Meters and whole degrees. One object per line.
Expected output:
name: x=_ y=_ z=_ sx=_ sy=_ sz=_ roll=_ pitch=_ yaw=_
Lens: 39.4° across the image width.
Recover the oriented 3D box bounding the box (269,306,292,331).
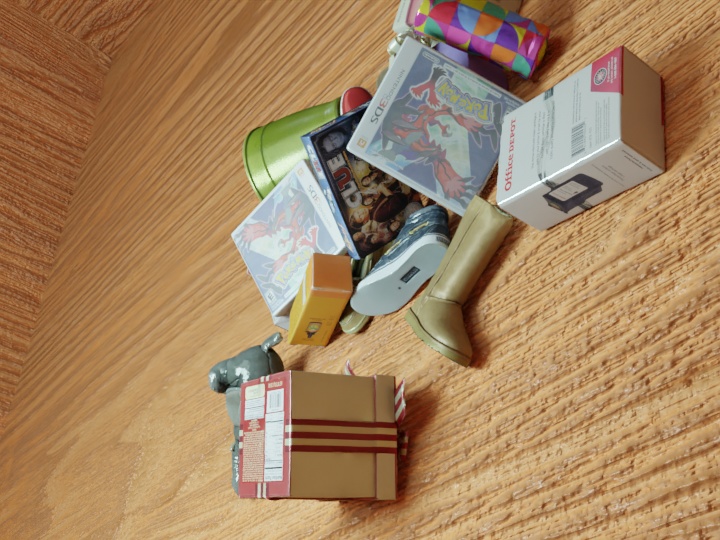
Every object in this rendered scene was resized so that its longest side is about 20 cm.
box: x=-0.115 y=0.009 z=1.780 sx=0.117 sy=0.060 sz=0.200 roll=-54 pitch=30 yaw=18

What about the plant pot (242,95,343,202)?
plant pot: x=-0.070 y=-0.206 z=1.771 sx=0.192 sy=0.200 sz=0.202 roll=-27 pitch=44 yaw=32

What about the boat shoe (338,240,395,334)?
boat shoe: x=0.002 y=-0.001 z=1.584 sx=0.073 sy=0.063 sz=0.202 roll=4 pitch=70 yaw=60

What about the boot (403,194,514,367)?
boot: x=0.142 y=0.009 z=1.336 sx=0.201 sy=0.066 sz=0.175 roll=-59 pitch=28 yaw=7

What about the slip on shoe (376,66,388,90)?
slip on shoe: x=0.064 y=-0.326 z=1.752 sx=0.076 sy=0.060 sz=0.200 roll=-57 pitch=28 yaw=12

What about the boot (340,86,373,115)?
boot: x=0.011 y=-0.207 z=1.598 sx=0.144 sy=0.072 sz=0.202 roll=38 pitch=-143 yaw=-84

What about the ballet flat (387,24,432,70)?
ballet flat: x=0.073 y=-0.326 z=1.557 sx=0.076 sy=0.064 sz=0.201 roll=-43 pitch=34 yaw=35

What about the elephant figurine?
elephant figurine: x=-0.166 y=0.236 z=1.637 sx=0.140 sy=0.156 sz=0.201 roll=-15 pitch=52 yaw=-1

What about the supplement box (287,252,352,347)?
supplement box: x=-0.065 y=0.050 z=1.573 sx=0.200 sy=0.066 sz=0.069 roll=115 pitch=156 yaw=-55

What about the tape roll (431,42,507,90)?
tape roll: x=0.129 y=-0.248 z=1.552 sx=0.200 sy=0.084 sz=0.201 roll=-41 pitch=35 yaw=37

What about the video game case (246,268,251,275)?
video game case: x=-0.155 y=-0.088 z=1.975 sx=0.199 sy=0.017 sz=0.144 roll=-33 pitch=41 yaw=45

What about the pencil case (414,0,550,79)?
pencil case: x=0.173 y=-0.348 z=1.450 sx=0.089 sy=0.199 sz=0.088 roll=-62 pitch=-8 yaw=-16

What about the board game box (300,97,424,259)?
board game box: x=0.008 y=-0.136 z=1.498 sx=0.135 sy=0.201 sz=0.035 roll=-31 pitch=21 yaw=-21

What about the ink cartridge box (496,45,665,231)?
ink cartridge box: x=0.268 y=-0.157 z=1.236 sx=0.199 sy=0.084 sz=0.146 roll=-28 pitch=44 yaw=46

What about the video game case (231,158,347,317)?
video game case: x=-0.116 y=-0.054 z=1.684 sx=0.200 sy=0.023 sz=0.183 roll=-44 pitch=61 yaw=24

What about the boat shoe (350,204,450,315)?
boat shoe: x=0.063 y=-0.013 z=1.495 sx=0.200 sy=0.071 sz=0.091 roll=-38 pitch=29 yaw=35

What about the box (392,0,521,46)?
box: x=0.162 y=-0.441 z=1.630 sx=0.199 sy=0.108 sz=0.129 roll=-5 pitch=63 yaw=58

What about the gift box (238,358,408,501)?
gift box: x=-0.045 y=0.212 z=1.350 sx=0.184 sy=0.185 sz=0.202 roll=-13 pitch=71 yaw=58

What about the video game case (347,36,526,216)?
video game case: x=0.109 y=-0.204 z=1.430 sx=0.183 sy=0.199 sz=0.023 roll=-61 pitch=-2 yaw=5
